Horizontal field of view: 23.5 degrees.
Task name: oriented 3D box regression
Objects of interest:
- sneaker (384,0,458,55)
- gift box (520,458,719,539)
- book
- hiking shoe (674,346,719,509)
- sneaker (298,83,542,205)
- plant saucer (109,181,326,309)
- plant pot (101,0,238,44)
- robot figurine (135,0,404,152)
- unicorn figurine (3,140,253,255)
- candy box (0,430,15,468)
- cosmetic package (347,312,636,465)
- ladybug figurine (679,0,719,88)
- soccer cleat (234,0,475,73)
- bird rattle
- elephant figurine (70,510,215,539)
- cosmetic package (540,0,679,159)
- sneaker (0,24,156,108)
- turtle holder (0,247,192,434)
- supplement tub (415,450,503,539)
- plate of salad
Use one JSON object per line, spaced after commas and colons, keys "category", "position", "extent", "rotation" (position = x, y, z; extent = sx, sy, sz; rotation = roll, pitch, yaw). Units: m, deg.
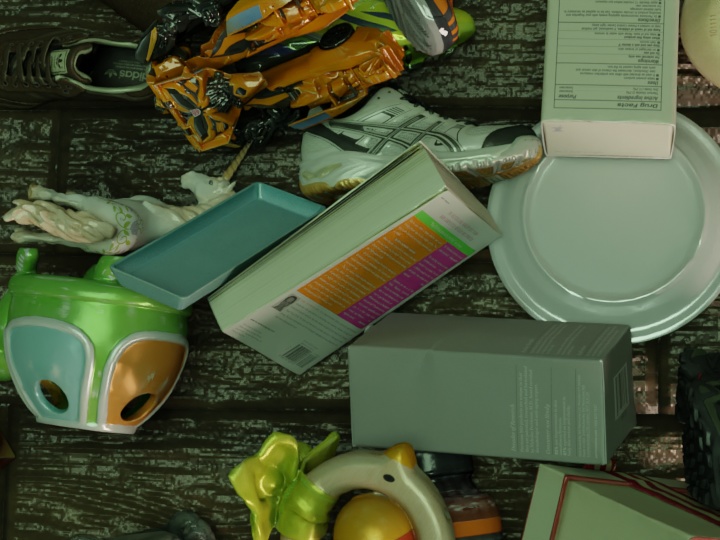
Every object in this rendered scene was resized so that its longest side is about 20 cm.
{"category": "sneaker", "position": [0.062, -0.253, 1.342], "extent": [0.111, 0.078, 0.201], "rotation": [-20, 49, -4]}
{"category": "gift box", "position": [0.217, 0.249, 1.236], "extent": [0.199, 0.186, 0.186], "rotation": [16, 92, -35]}
{"category": "book", "position": [0.000, 0.000, 1.314], "extent": [0.199, 0.134, 0.048], "rotation": [-34, 61, 11]}
{"category": "hiking shoe", "position": [0.282, 0.108, 1.251], "extent": [0.100, 0.200, 0.076], "rotation": [1, 113, 6]}
{"category": "sneaker", "position": [0.042, -0.107, 1.353], "extent": [0.198, 0.076, 0.089], "rotation": [-5, 78, 18]}
{"category": "plant saucer", "position": [-0.106, -0.020, 1.325], "extent": [0.069, 0.200, 0.019], "rotation": [21, 122, 23]}
{"category": "plant pot", "position": [-0.175, -0.286, 1.374], "extent": [0.186, 0.187, 0.201], "rotation": [-36, 94, 3]}
{"category": "robot figurine", "position": [-0.076, -0.158, 1.326], "extent": [0.199, 0.058, 0.145], "rotation": [-21, 126, 21]}
{"category": "unicorn figurine", "position": [-0.184, -0.044, 1.369], "extent": [0.136, 0.200, 0.075], "rotation": [3, 111, 22]}
{"category": "candy box", "position": [-0.361, 0.077, 1.377], "extent": [0.056, 0.117, 0.201], "rotation": [-33, 81, 3]}
{"category": "cosmetic package", "position": [0.098, 0.085, 1.295], "extent": [0.198, 0.107, 0.091], "rotation": [0, 103, 23]}
{"category": "ladybug figurine", "position": [0.345, -0.189, 1.333], "extent": [0.198, 0.072, 0.137], "rotation": [-1, 85, 8]}
{"category": "soccer cleat", "position": [-0.008, -0.199, 1.387], "extent": [0.198, 0.065, 0.085], "rotation": [-7, 79, 7]}
{"category": "bird rattle", "position": [-0.010, 0.206, 1.240], "extent": [0.162, 0.112, 0.202], "rotation": [-22, 79, 21]}
{"category": "elephant figurine", "position": [-0.159, 0.245, 1.290], "extent": [0.155, 0.200, 0.142], "rotation": [-42, 81, 2]}
{"category": "cosmetic package", "position": [0.194, -0.193, 1.335], "extent": [0.102, 0.073, 0.202], "rotation": [3, 73, 9]}
{"category": "sneaker", "position": [-0.242, -0.172, 1.408], "extent": [0.198, 0.076, 0.071], "rotation": [1, 84, 7]}
{"category": "turtle holder", "position": [-0.224, 0.055, 1.350], "extent": [0.184, 0.141, 0.133], "rotation": [6, 86, 7]}
{"category": "supplement tub", "position": [0.059, 0.235, 1.311], "extent": [0.106, 0.107, 0.202], "rotation": [-6, 83, 7]}
{"category": "plate of salad", "position": [0.198, -0.037, 1.350], "extent": [0.198, 0.048, 0.202], "rotation": [-3, 72, 9]}
